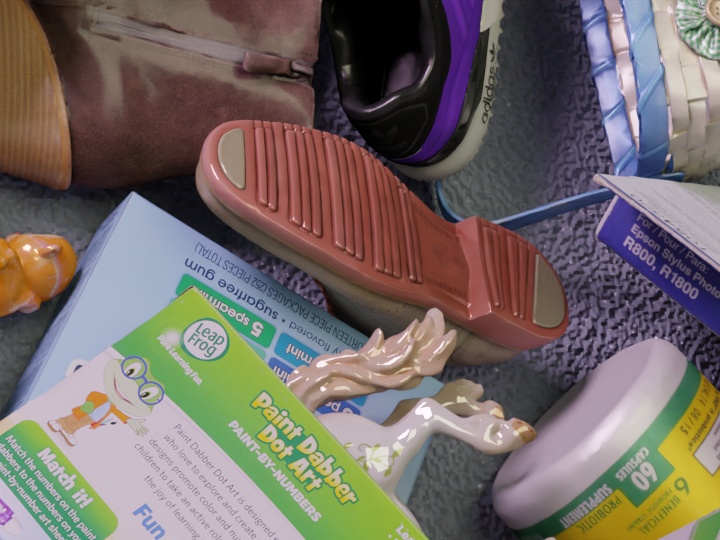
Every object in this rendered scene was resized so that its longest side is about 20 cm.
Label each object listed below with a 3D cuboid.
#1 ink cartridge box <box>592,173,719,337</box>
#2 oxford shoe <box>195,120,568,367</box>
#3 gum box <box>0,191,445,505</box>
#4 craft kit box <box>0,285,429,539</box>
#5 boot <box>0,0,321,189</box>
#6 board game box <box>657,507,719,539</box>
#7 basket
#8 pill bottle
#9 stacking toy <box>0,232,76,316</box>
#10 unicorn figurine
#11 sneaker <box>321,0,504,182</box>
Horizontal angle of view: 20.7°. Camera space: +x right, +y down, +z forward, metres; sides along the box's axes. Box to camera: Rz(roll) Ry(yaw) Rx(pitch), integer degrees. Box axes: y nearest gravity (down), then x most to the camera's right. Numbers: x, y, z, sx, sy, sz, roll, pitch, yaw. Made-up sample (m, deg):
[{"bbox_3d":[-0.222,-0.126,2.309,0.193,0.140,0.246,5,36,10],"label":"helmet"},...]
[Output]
[{"bbox_3d":[0.204,0.030,0.895,0.196,0.043,0.200,41,19,23],"label":"ink cartridge box"},{"bbox_3d":[0.000,0.000,0.864,0.200,0.074,0.071,28,45,-31],"label":"oxford shoe"},{"bbox_3d":[-0.070,0.094,0.822,0.170,0.045,0.201,32,58,-14],"label":"gum box"},{"bbox_3d":[-0.075,0.132,0.710,0.197,0.049,0.200,-36,67,-20],"label":"craft kit box"},{"bbox_3d":[-0.101,-0.133,0.872,0.166,0.072,0.201,3,82,-13],"label":"boot"},{"bbox_3d":[0.099,0.158,0.793,0.030,0.200,0.096,37,56,-9],"label":"board game box"},{"bbox_3d":[0.120,-0.118,0.974,0.199,0.139,0.177,-14,73,3],"label":"basket"},{"bbox_3d":[0.164,0.137,0.891,0.200,0.113,0.113,46,55,-5],"label":"pill bottle"},{"bbox_3d":[-0.188,0.017,0.767,0.200,0.116,0.110,-23,84,-46],"label":"stacking toy"},{"bbox_3d":[0.016,0.123,0.795,0.137,0.074,0.201,-12,61,-19],"label":"unicorn figurine"},{"bbox_3d":[0.023,-0.149,0.911,0.099,0.069,0.201,18,71,-60],"label":"sneaker"}]
